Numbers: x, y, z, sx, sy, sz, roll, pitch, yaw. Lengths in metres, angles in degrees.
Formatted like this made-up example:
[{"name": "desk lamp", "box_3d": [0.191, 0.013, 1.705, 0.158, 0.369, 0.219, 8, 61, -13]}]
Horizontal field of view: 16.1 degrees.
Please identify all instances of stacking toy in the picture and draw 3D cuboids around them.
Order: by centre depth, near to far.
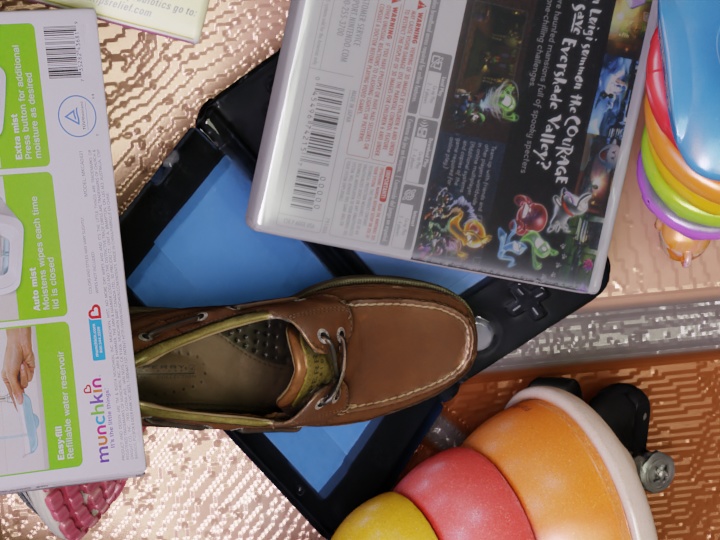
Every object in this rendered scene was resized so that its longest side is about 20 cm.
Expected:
[{"name": "stacking toy", "box_3d": [0.031, 0.146, 1.216, 0.199, 0.146, 0.147, -14, 100, -22]}, {"name": "stacking toy", "box_3d": [0.176, -0.058, 1.247, 0.109, 0.200, 0.117, 0, 66, -9]}]

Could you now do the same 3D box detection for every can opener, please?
[{"name": "can opener", "box_3d": [0.120, 0.154, 1.330, 0.063, 0.078, 0.201, -11, 106, -49]}]

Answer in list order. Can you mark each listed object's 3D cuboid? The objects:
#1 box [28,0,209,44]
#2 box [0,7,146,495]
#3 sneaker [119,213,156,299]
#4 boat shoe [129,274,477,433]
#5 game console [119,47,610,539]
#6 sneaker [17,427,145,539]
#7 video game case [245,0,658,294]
[{"name": "box", "box_3d": [-0.106, -0.215, 1.169, 0.096, 0.176, 0.201, 14, 95, -13]}, {"name": "box", "box_3d": [-0.194, -0.002, 1.062, 0.176, 0.097, 0.201, -7, 89, -29]}, {"name": "sneaker", "box_3d": [-0.182, -0.031, 1.228, 0.199, 0.080, 0.078, 24, 92, -12]}, {"name": "boat shoe", "box_3d": [-0.032, 0.046, 1.184, 0.199, 0.068, 0.072, -8, 100, -18]}, {"name": "game console", "box_3d": [0.000, 0.000, 1.233, 0.170, 0.119, 0.200, -33, 111, 23]}, {"name": "sneaker", "box_3d": [-0.165, 0.054, 1.222, 0.081, 0.074, 0.200, -56, 143, -27]}, {"name": "video game case", "box_3d": [0.051, -0.101, 1.211, 0.181, 0.023, 0.201, 10, 95, -19]}]
